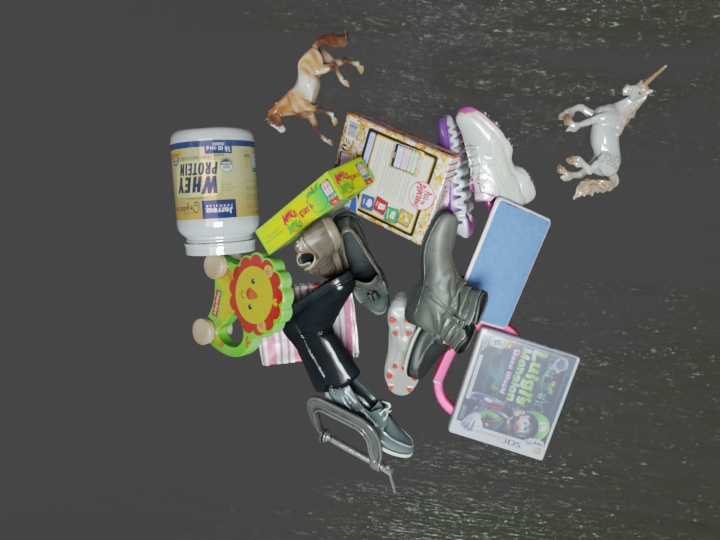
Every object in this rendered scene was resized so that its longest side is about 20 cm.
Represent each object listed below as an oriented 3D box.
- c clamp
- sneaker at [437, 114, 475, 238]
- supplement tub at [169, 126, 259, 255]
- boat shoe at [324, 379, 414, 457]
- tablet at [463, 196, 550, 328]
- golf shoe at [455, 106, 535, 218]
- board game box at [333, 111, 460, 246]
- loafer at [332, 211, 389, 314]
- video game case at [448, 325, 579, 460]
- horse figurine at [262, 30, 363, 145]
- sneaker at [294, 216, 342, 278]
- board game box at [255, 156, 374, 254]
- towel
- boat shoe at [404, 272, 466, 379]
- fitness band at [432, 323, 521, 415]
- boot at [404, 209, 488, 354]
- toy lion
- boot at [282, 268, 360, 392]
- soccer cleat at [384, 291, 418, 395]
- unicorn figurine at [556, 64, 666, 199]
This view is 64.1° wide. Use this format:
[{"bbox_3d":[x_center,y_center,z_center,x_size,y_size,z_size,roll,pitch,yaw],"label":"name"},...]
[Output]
[{"bbox_3d":[-0.021,0.316,1.059,0.197,0.027,0.174,23,136,30],"label":"c clamp"},{"bbox_3d":[0.139,-0.155,0.969,0.086,0.080,0.206,-3,98,25],"label":"sneaker"},{"bbox_3d":[-0.245,-0.133,0.982,0.140,0.144,0.206,-2,97,8],"label":"supplement tub"},{"bbox_3d":[0.026,0.266,1.064,0.198,0.073,0.062,37,107,5],"label":"boat shoe"},{"bbox_3d":[0.234,-0.008,0.955,0.127,0.014,0.205,16,101,-29],"label":"tablet"},{"bbox_3d":[0.205,-0.166,0.923,0.091,0.075,0.201,-44,111,-9],"label":"golf shoe"},{"bbox_3d":[0.049,-0.153,0.952,0.197,0.046,0.155,28,116,20],"label":"board game box"},{"bbox_3d":[0.000,0.000,0.994,0.070,0.063,0.203,-22,116,5],"label":"loafer"},{"bbox_3d":[0.268,0.218,1.015,0.177,0.023,0.205,16,103,1],"label":"video game case"},{"bbox_3d":[-0.075,-0.312,0.972,0.131,0.050,0.204,33,112,19],"label":"horse figurine"},{"bbox_3d":[-0.076,-0.029,0.960,0.074,0.201,0.072,-26,72,-11],"label":"sneaker"},{"bbox_3d":[-0.077,-0.105,0.950,0.198,0.101,0.048,-32,92,40],"label":"board game box"},{"bbox_3d":[-0.104,0.099,1.071,0.194,0.030,0.151,-6,99,9],"label":"towel"},{"bbox_3d":[0.145,0.102,0.985,0.062,0.074,0.203,30,81,35],"label":"boat shoe"},{"bbox_3d":[0.213,0.179,1.040,0.141,0.037,0.204,25,104,2],"label":"fitness band"},{"bbox_3d":[0.152,0.018,0.909,0.129,0.067,0.206,24,105,42],"label":"boot"},{"bbox_3d":[-0.202,0.061,1.021,0.189,0.068,0.205,23,106,30],"label":"toy lion"},{"bbox_3d":[-0.045,0.110,0.996,0.198,0.076,0.170,-34,91,34],"label":"boot"},{"bbox_3d":[0.078,0.135,1.037,0.067,0.078,0.205,3,121,9],"label":"soccer cleat"},{"bbox_3d":[0.391,-0.224,0.927,0.133,0.074,0.205,-3,115,-1],"label":"unicorn figurine"}]
